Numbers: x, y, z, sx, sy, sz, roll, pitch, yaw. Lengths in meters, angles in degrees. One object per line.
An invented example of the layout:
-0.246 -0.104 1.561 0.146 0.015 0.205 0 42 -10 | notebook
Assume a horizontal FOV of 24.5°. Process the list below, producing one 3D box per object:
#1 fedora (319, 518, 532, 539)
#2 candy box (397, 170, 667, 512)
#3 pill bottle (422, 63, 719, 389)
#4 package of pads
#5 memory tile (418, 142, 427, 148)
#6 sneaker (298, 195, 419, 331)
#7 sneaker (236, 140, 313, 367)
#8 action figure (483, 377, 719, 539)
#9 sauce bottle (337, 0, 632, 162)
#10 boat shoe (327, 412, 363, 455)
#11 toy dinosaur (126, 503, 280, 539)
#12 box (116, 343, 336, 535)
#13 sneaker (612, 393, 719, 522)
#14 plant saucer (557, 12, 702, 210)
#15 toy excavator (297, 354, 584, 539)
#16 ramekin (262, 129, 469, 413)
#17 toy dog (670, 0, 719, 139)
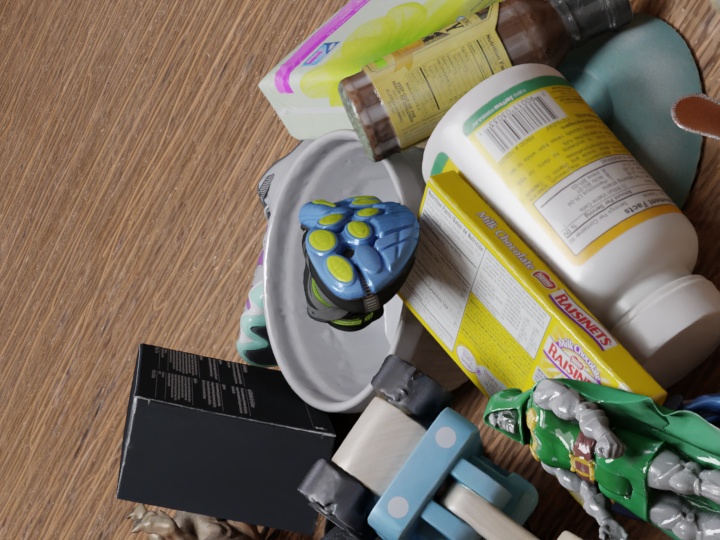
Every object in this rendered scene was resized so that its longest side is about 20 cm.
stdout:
0.024 0.210 1.100 0.200 0.092 0.201 14 111 41 | fedora
0.095 0.040 0.983 0.200 0.026 0.102 49 141 31 | candy box
0.135 -0.022 1.018 0.200 0.113 0.113 53 125 25 | pill bottle
0.035 -0.166 1.247 0.154 0.068 0.200 -43 25 -21 | package of pads
0.035 -0.064 1.315 0.153 0.017 0.200 48 118 53 | memory tile
0.000 0.000 1.041 0.200 0.071 0.083 -132 33 -80 | sneaker
-0.056 -0.027 1.367 0.200 0.078 0.140 -58 33 10 | sneaker
0.145 0.107 0.883 0.200 0.055 0.118 24 134 42 | action figure
0.084 -0.140 1.103 0.200 0.065 0.065 -25 42 -4 | sauce bottle
0.022 0.126 1.234 0.200 0.063 0.073 -146 50 -59 | boat shoe
-0.109 0.218 1.318 0.086 0.136 0.200 -44 11 -8 | toy dinosaur
-0.101 0.118 1.204 0.200 0.141 0.079 -128 48 -80 | box
0.192 0.104 0.948 0.200 0.082 0.074 -18 65 55 | sneaker
0.149 -0.084 1.127 0.201 0.039 0.201 -28 55 49 | plant saucer
0.071 0.142 0.950 0.100 0.200 0.194 -55 -12 -9 | toy excavator
0.022 0.003 1.193 0.200 0.105 0.201 -9 79 57 | ramekin
0.235 -0.132 0.957 0.132 0.096 0.200 -48 42 38 | toy dog
